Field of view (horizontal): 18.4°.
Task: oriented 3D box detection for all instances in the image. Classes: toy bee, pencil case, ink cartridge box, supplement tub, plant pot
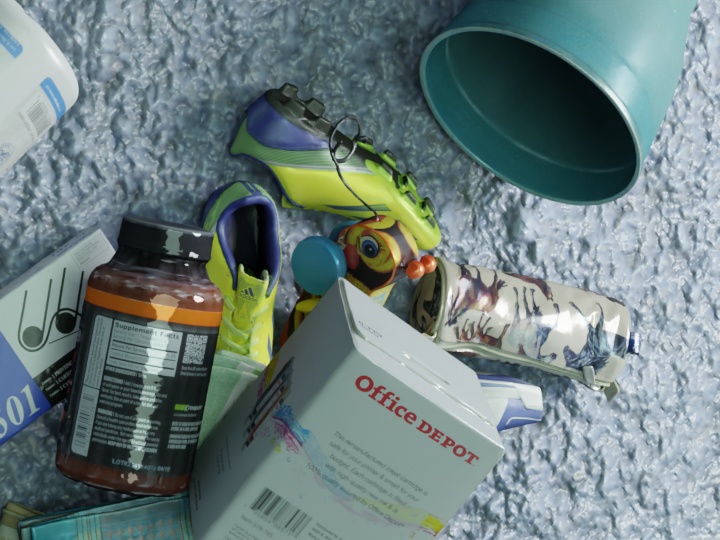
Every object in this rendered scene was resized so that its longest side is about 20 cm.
[{"bbox_3d":[0.000,0.000,1.739,0.131,0.108,0.201,-41,148,-34],"label":"toy bee"},{"bbox_3d":[0.133,0.047,1.851,0.199,0.078,0.090,13,46,-24],"label":"pencil case"},{"bbox_3d":[-0.013,0.139,1.658,0.145,0.145,0.200,35,104,-18],"label":"ink cartridge box"},{"bbox_3d":[-0.318,-0.108,1.631,0.200,0.132,0.132,-46,108,-15],"label":"supplement tub"},{"bbox_3d":[-0.162,0.063,1.668,0.106,0.107,0.201,10,93,-23],"label":"supplement tub"},{"bbox_3d":[0.179,-0.190,1.815,0.200,0.200,0.188,43,61,-18],"label":"plant pot"},{"bbox_3d":[-0.260,0.062,1.708,0.200,0.044,0.094,-37,104,-18],"label":"ink cartridge box"}]

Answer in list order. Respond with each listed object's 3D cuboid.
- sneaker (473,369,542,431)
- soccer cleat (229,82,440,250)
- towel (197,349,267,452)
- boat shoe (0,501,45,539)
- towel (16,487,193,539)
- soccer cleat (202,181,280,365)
[{"bbox_3d":[0.047,0.144,1.829,0.198,0.081,0.116,-3,97,-16],"label":"sneaker"},{"bbox_3d":[-0.020,-0.072,1.806,0.200,0.065,0.084,36,108,-24],"label":"soccer cleat"},{"bbox_3d":[-0.057,0.157,1.749,0.199,0.023,0.153,20,107,-15],"label":"towel"},{"bbox_3d":[-0.185,0.222,1.733,0.200,0.073,0.064,9,93,-16],"label":"boat shoe"},{"bbox_3d":[-0.172,0.273,1.686,0.146,0.022,0.201,-11,91,-21],"label":"towel"},{"bbox_3d":[-0.095,0.031,1.747,0.064,0.084,0.201,-2,93,-23],"label":"soccer cleat"}]
